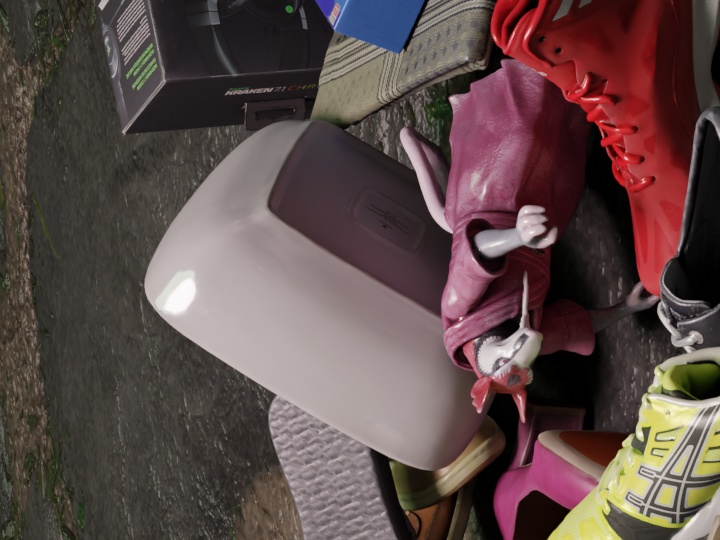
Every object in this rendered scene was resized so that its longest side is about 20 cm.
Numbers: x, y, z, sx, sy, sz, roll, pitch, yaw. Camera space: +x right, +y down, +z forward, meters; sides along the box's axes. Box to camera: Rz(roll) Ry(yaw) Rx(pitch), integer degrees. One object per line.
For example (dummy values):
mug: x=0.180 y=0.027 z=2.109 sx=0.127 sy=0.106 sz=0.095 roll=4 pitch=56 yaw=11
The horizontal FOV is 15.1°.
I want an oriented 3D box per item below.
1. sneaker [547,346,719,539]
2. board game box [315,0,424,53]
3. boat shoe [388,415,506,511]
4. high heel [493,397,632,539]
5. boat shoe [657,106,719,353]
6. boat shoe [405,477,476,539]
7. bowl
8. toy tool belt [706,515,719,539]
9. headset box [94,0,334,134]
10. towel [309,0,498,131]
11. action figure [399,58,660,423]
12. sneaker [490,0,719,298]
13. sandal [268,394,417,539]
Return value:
sneaker: x=0.150 y=0.078 z=1.238 sx=0.200 sy=0.076 sz=0.075 roll=-40 pitch=12 yaw=33
board game box: x=0.026 y=-0.237 z=1.461 sx=0.200 sy=0.045 sz=0.152 roll=-64 pitch=24 yaw=18
boat shoe: x=0.023 y=0.083 z=1.551 sx=0.063 sy=0.073 sz=0.201 roll=53 pitch=175 yaw=-16
high heel: x=0.113 y=0.127 z=1.412 sx=0.200 sy=0.067 sz=0.096 roll=-127 pitch=43 yaw=-83
boat shoe: x=0.170 y=0.013 z=1.261 sx=0.072 sy=0.068 sz=0.200 roll=-129 pitch=38 yaw=-51
boat shoe: x=0.017 y=0.168 z=1.558 sx=0.072 sy=0.068 sz=0.200 roll=111 pitch=176 yaw=-55
bowl: x=0.000 y=0.000 z=1.467 sx=0.075 sy=0.200 sz=0.200 roll=-57 pitch=3 yaw=29
toy tool belt: x=0.198 y=0.195 z=1.173 sx=0.125 sy=0.123 sz=0.200 roll=-158 pitch=64 yaw=-64
headset box: x=-0.067 y=-0.183 z=1.635 sx=0.093 sy=0.174 sz=0.200 roll=140 pitch=120 yaw=-62
towel: x=0.041 y=-0.176 z=1.485 sx=0.200 sy=0.035 sz=0.193 roll=-19 pitch=56 yaw=62
action figure: x=0.065 y=-0.014 z=1.374 sx=0.149 sy=0.134 sz=0.200 roll=-10 pitch=53 yaw=30
sneaker: x=0.114 y=-0.080 z=1.308 sx=0.078 sy=0.115 sz=0.200 roll=-169 pitch=75 yaw=-66
sandal: x=0.002 y=0.150 z=1.473 sx=0.043 sy=0.076 sz=0.200 roll=-29 pitch=-67 yaw=-67
